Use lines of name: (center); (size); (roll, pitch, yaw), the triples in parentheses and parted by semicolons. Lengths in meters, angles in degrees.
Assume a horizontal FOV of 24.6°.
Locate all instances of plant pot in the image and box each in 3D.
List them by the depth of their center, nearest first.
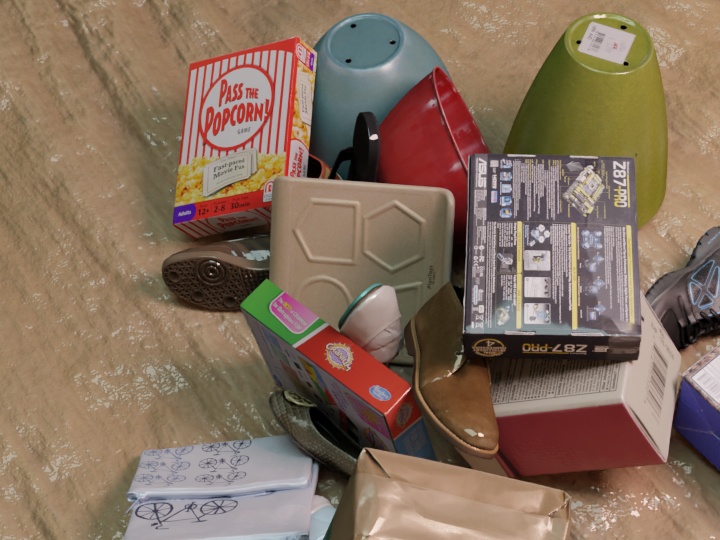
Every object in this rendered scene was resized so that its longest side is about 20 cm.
plant pot: (0.248, -0.167, 1.751); (0.185, 0.201, 0.188); (1, 51, -1)
plant pot: (0.012, -0.212, 1.880); (0.198, 0.135, 0.202); (-4, 52, 5)

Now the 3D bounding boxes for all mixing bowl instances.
mixing bowl: (0.078, -0.104, 1.768); (0.108, 0.200, 0.201); (-26, 50, 14)

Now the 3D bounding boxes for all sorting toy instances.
sorting toy: (0.000, 0.000, 1.712); (0.198, 0.187, 0.036); (6, 11, 15)

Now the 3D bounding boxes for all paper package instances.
paper package: (0.063, 0.258, 1.434); (0.189, 0.201, 0.104); (14, 53, -5)

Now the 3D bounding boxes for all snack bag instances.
snack bag: (-0.134, 0.213, 1.580); (0.186, 0.022, 0.200); (-5, 21, 5)

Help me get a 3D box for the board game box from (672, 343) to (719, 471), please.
board game box: (0.424, 0.119, 1.570); (0.199, 0.097, 0.159); (-35, 61, -19)

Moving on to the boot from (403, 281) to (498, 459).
boot: (0.091, 0.087, 1.512); (0.073, 0.076, 0.201); (19, 31, -27)

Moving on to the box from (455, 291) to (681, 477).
box: (0.189, 0.112, 1.570); (0.198, 0.109, 0.129); (-10, 47, 32)

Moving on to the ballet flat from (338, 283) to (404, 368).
ballet flat: (0.011, 0.069, 1.615); (0.069, 0.200, 0.070); (3, 71, -10)

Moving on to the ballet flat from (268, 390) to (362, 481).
ballet flat: (-0.012, 0.177, 1.610); (0.200, 0.067, 0.047); (42, 110, 25)

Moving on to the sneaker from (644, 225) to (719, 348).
sneaker: (0.342, 0.036, 1.674); (0.082, 0.074, 0.200); (31, 63, 28)

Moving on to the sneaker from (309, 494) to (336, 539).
sneaker: (-0.074, 0.295, 1.531); (0.082, 0.074, 0.200); (28, 61, 32)

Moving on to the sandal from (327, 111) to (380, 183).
sandal: (-0.012, -0.095, 1.747); (0.045, 0.201, 0.076); (-10, 58, -12)

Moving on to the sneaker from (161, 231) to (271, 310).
sneaker: (-0.114, -0.005, 1.792); (0.198, 0.071, 0.076); (1, 33, 6)

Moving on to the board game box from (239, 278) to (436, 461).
board game box: (-0.021, 0.111, 1.617); (0.199, 0.153, 0.040); (35, 70, 29)

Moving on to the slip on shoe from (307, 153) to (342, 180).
slip on shoe: (-0.108, -0.123, 1.869); (0.199, 0.061, 0.074); (24, 75, 25)

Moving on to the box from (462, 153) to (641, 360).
box: (0.175, -0.015, 1.516); (0.159, 0.049, 0.202); (0, 57, 6)

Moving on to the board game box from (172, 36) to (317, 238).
board game box: (-0.127, -0.146, 1.825); (0.150, 0.046, 0.202); (-10, 65, 30)
